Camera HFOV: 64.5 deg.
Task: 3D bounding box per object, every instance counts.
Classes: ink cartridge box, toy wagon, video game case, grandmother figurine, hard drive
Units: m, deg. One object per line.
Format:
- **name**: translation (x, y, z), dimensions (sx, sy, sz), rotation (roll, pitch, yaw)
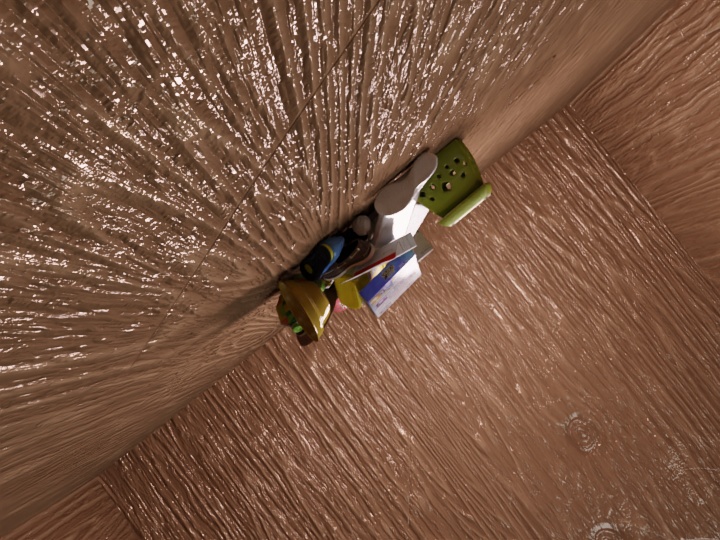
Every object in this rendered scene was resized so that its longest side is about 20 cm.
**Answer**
- **ink cartridge box**: translation (0.044, -0.034, 1.572), dimensions (0.159, 0.048, 0.199), rotation (-27, 179, 36)
- **toy wagon**: translation (-0.172, 0.081, 1.706), dimensions (0.200, 0.156, 0.039), rotation (-40, 142, 21)
- **video game case**: translation (0.093, 0.038, 1.727), dimensions (0.200, 0.045, 0.181), rotation (-45, 159, -6)
- **grandmother figurine**: translation (-0.030, -0.092, 1.609), dimensions (0.120, 0.061, 0.200), rotation (-18, 164, -35)
- **hard drive**: translation (0.099, -0.160, 1.572), dimensions (0.131, 0.027, 0.201), rotation (-28, 148, -35)
- **video game case**: translation (0.123, -0.142, 1.687), dimensions (0.199, 0.017, 0.144), rotation (-3, 128, -56)

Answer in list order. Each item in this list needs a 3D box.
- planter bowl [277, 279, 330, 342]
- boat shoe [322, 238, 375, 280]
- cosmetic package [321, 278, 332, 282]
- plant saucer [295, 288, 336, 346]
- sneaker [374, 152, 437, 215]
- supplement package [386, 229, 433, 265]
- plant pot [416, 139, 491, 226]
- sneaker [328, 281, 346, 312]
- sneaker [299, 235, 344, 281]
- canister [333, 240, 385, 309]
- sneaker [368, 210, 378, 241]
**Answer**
- **planter bowl**: translation (-0.140, 0.092, 1.578), dimensions (0.083, 0.201, 0.200), rotation (-32, 175, -18)
- **boat shoe**: translation (-0.050, -0.033, 1.586), dimensions (0.199, 0.059, 0.072), rotation (-25, -136, 39)
- **cosmetic package**: translation (-0.141, 0.032, 1.917), dimensions (0.113, 0.081, 0.200), rotation (-37, 178, -24)
- **plant saucer**: translation (-0.144, 0.135, 1.752), dimensions (0.200, 0.034, 0.201), rotation (-47, -156, 28)
- **sneaker**: translation (0.121, -0.214, 1.438), dimensions (0.200, 0.075, 0.088), rotation (-41, 180, 18)
- **supplement package**: translation (0.122, -0.101, 1.889), dimensions (0.117, 0.201, 0.117), rotation (-35, 177, -44)
- **plant pot**: translation (0.267, -0.245, 1.659), dimensions (0.200, 0.182, 0.199), rotation (-40, 176, 19)
- **sneaker**: translation (-0.074, 0.092, 1.848), dimensions (0.074, 0.086, 0.200), rotation (-65, -171, -18)
- **sneaker**: translation (-0.101, -0.032, 1.558), dimensions (0.078, 0.066, 0.200), rotation (-40, 179, -37)
- **canister**: translation (0.000, 0.000, 1.757), dimensions (0.201, 0.086, 0.149), rotation (-59, 149, -38)
- **sneaker**: translation (0.079, -0.162, 1.692), dimensions (0.200, 0.071, 0.073), rotation (-40, 176, 37)
